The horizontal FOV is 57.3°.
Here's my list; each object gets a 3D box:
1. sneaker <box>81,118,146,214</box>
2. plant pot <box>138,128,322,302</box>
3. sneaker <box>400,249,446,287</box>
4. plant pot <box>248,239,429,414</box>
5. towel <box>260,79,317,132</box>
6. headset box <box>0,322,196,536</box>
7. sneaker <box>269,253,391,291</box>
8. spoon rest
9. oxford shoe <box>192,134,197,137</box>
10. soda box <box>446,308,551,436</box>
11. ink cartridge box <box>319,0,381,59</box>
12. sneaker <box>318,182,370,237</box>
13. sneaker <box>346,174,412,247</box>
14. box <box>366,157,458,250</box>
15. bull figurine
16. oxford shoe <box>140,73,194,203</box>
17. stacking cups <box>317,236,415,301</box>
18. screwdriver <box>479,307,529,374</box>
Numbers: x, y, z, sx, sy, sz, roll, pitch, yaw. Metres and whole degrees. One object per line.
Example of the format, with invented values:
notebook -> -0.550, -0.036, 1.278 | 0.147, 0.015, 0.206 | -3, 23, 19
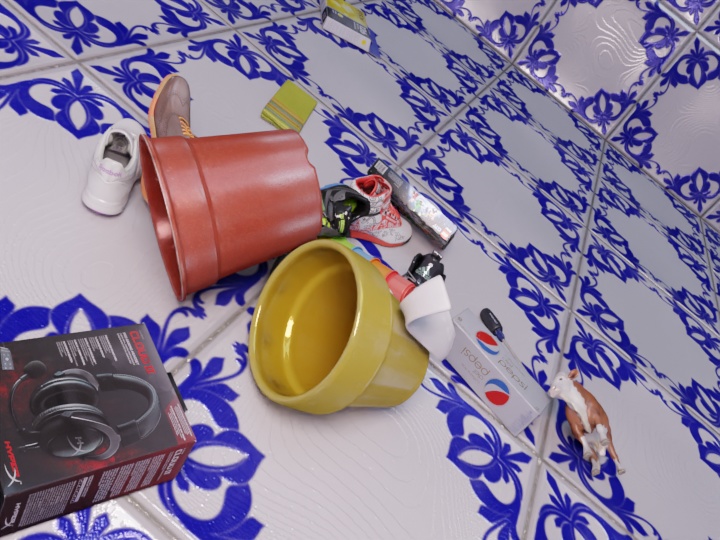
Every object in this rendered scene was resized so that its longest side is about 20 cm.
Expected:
sneaker -> -0.328, -0.166, 0.921 | 0.073, 0.101, 0.203 | 18, 36, -21
plant pot -> -0.160, -0.085, 0.833 | 0.190, 0.204, 0.204 | -15, 55, -21
sneaker -> 0.081, 0.027, 1.037 | 0.077, 0.141, 0.200 | 36, 33, 1
plant pot -> -0.013, 0.089, 0.845 | 0.187, 0.200, 0.204 | 26, 31, -43
towel -> -0.146, -0.339, 1.376 | 0.085, 0.018, 0.202 | 36, 32, -13
headset box -> -0.264, 0.141, 0.636 | 0.196, 0.078, 0.151 | -5, 52, -44
sneaker -> -0.046, 0.036, 0.953 | 0.195, 0.079, 0.082 | 21, 32, 12
spoon rest -> 0.084, 0.056, 0.822 | 0.200, 0.059, 0.102 | 62, 12, -72
oxford shoe -> -0.246, -0.123, 0.974 | 0.070, 0.072, 0.203 | 8, 45, -38
soda box -> 0.212, 0.162, 1.070 | 0.201, 0.064, 0.067 | 49, 34, 15
ink cartridge box -> -0.024, -0.716, 1.914 | 0.195, 0.047, 0.201 | 19, 37, -23
sneaker -> -0.057, -0.085, 0.996 | 0.081, 0.073, 0.197 | 20, 31, 34
sneaker -> 0.042, -0.108, 1.191 | 0.197, 0.109, 0.068 | 6, 43, -39
box -> 0.100, -0.125, 1.270 | 0.199, 0.038, 0.137 | 42, 0, 7
bull figurine -> 0.366, 0.248, 1.062 | 0.200, 0.064, 0.124 | 45, 26, -39
oxford shoe -> -0.259, -0.190, 0.943 | 0.071, 0.071, 0.207 | 23, 64, -56
stacking cups -> 0.000, 0.000, 1.012 | 0.198, 0.062, 0.060 | 34, 29, 31
screwdriver -> 0.254, 0.130, 1.147 | 0.029, 0.028, 0.202 | 24, 23, -25
